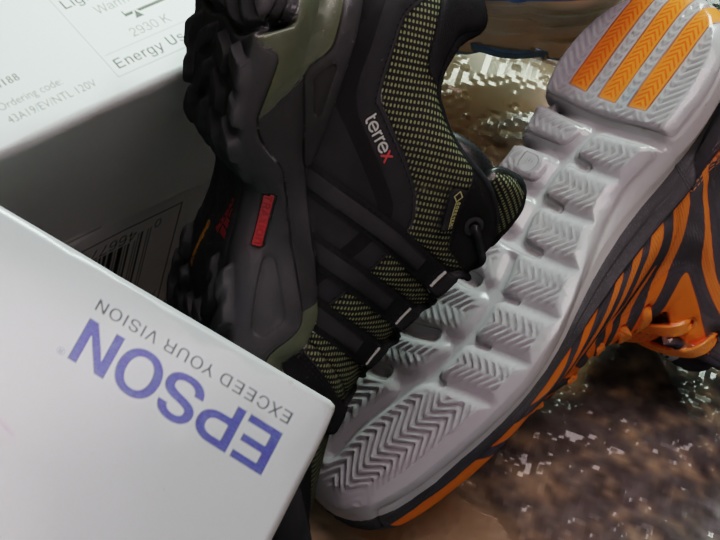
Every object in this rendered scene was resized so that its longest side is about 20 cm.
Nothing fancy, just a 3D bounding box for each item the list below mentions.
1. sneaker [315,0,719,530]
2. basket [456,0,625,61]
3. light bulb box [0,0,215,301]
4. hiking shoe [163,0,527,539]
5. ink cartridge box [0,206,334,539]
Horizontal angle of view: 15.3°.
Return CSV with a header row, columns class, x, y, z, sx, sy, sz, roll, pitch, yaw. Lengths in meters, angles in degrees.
class,x,y,z,sx,sy,sz,roll,pitch,yaw
sneaker,0.072,0.018,0.848,0.200,0.112,0.078,-49,45,-9
basket,0.038,-0.160,0.860,0.139,0.200,0.177,8,67,6
light bulb box,-0.137,-0.079,0.826,0.198,0.125,0.200,-28,63,-34
hiking shoe,0.000,0.000,0.761,0.101,0.200,0.076,-1,26,-17
ink cartridge box,-0.133,0.068,0.641,0.196,0.043,0.200,30,62,-8
